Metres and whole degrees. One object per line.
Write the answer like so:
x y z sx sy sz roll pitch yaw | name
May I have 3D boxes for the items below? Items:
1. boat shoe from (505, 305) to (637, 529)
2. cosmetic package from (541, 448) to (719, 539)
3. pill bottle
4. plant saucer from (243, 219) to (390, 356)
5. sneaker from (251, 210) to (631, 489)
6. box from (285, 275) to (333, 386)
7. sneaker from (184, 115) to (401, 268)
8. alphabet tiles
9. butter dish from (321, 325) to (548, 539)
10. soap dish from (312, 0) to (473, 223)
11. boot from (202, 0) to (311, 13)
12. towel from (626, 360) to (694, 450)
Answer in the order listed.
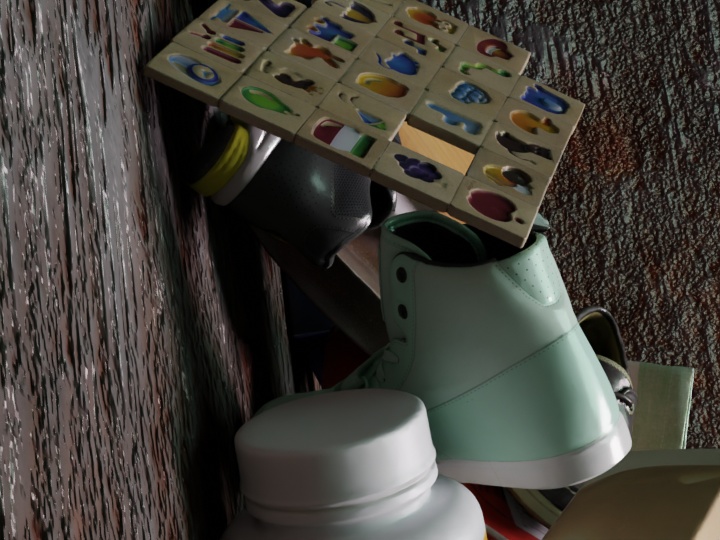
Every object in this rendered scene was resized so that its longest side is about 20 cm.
0.111 0.070 1.024 0.072 0.066 0.201 37 19 -8 | boat shoe
0.118 0.155 0.834 0.200 0.071 0.106 -37 120 -64 | cosmetic package
0.004 0.155 0.794 0.109 0.108 0.201 -81 162 -76 | pill bottle
0.000 0.000 0.997 0.200 0.032 0.200 44 10 -10 | plant saucer
0.017 0.031 0.848 0.074 0.200 0.119 -33 109 -47 | sneaker
-0.027 -0.007 1.232 0.121 0.032 0.201 68 13 -71 | box
-0.014 -0.057 0.909 0.085 0.074 0.200 44 31 -3 | sneaker
0.013 -0.084 0.859 0.200 0.166 0.008 -58 172 -63 | alphabet tiles
0.029 0.156 1.007 0.199 0.148 0.200 34 19 -14 | butter dish
0.016 -0.107 1.111 0.157 0.081 0.200 49 7 -51 | soap dish
-0.049 -0.201 0.982 0.097 0.074 0.201 -113 -147 -66 | boot
0.082 0.117 1.122 0.023 0.199 0.154 62 36 -67 | towel
